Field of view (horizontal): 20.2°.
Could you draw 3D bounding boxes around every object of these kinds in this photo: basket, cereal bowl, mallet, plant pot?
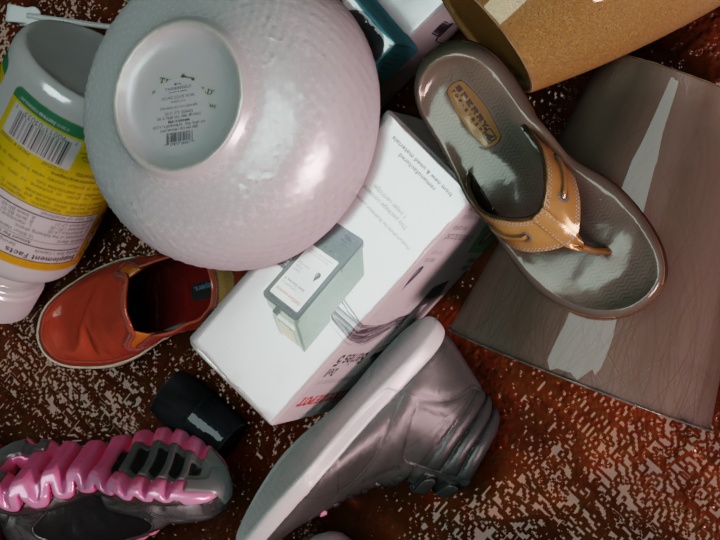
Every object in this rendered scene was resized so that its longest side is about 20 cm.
[{"bbox_3d":[0.171,-0.025,1.281,0.179,0.136,0.202,20,92,10],"label":"basket"},{"bbox_3d":[-0.092,-0.102,1.252,0.198,0.083,0.202,-3,83,25],"label":"cereal bowl"},{"bbox_3d":[-0.164,0.159,1.442,0.066,0.041,0.200,46,107,13],"label":"mallet"},{"bbox_3d":[0.148,-0.208,1.233,0.200,0.186,0.187,-41,76,-4],"label":"plant pot"}]

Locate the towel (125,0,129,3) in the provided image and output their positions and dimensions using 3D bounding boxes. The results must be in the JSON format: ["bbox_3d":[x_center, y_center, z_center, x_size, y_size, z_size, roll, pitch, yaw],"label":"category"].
[{"bbox_3d":[-0.114,-0.236,1.372,0.200,0.036,0.149,42,88,-1],"label":"towel"}]

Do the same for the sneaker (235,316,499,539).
[{"bbox_3d":[0.011,0.135,1.339,0.200,0.071,0.099,-46,106,2],"label":"sneaker"}]

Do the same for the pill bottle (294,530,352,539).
[{"bbox_3d":[-0.089,0.255,1.373,0.198,0.111,0.112,-18,83,18],"label":"pill bottle"}]

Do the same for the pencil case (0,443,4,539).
[{"bbox_3d":[-0.305,0.218,1.462,0.093,0.091,0.202,0,87,-16],"label":"pencil case"}]

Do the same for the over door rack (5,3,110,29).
[{"bbox_3d":[-0.162,-0.237,1.430,0.198,0.067,0.149,9,91,19],"label":"over door rack"}]

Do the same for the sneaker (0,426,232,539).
[{"bbox_3d":[-0.171,0.167,1.401,0.198,0.079,0.096,-3,116,26],"label":"sneaker"}]

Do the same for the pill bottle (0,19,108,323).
[{"bbox_3d":[-0.228,-0.064,1.411,0.113,0.113,0.201,40,118,15],"label":"pill bottle"}]

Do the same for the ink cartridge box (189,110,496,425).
[{"bbox_3d":[0.000,0.000,1.328,0.084,0.145,0.200,45,103,13],"label":"ink cartridge box"}]

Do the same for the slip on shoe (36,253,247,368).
[{"bbox_3d":[-0.155,0.023,1.416,0.199,0.061,0.075,-14,82,33],"label":"slip on shoe"}]

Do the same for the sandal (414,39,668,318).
[{"bbox_3d":[0.101,-0.052,1.200,0.081,0.055,0.201,-37,87,18],"label":"sandal"}]

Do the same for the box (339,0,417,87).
[{"bbox_3d":[-0.063,-0.106,1.317,0.200,0.049,0.082,-44,78,16],"label":"box"}]

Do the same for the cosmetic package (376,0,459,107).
[{"bbox_3d":[0.032,-0.170,1.354,0.200,0.082,0.051,-44,76,14],"label":"cosmetic package"}]
